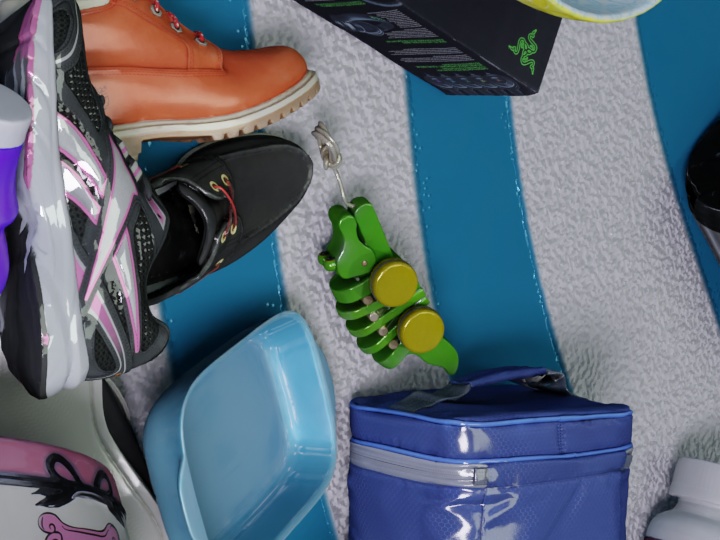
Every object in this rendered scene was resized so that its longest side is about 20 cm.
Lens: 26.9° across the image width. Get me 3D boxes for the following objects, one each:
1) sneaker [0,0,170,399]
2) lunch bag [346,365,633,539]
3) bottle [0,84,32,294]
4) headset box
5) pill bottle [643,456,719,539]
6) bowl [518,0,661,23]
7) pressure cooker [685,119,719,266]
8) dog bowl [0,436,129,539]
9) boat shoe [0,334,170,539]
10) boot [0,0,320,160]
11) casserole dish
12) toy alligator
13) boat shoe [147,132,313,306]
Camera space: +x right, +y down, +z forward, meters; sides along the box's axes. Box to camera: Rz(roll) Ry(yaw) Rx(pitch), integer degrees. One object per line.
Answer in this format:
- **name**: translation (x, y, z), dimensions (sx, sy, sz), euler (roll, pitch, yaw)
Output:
- **sneaker**: translation (-0.142, -0.039, 0.772), dimensions (0.086, 0.080, 0.202), euler (-6, 96, -34)
- **lunch bag**: translation (0.092, 0.133, 1.000), dimensions (0.199, 0.135, 0.134), euler (-2, 96, -40)
- **bottle**: translation (-0.214, 0.003, 0.727), dimensions (0.083, 0.065, 0.201), euler (-2, 126, -50)
- **headset box**: translation (0.054, -0.224, 0.960), dimensions (0.199, 0.092, 0.175), euler (27, 78, -38)
- **pill bottle**: translation (0.266, 0.254, 1.173), dimensions (0.109, 0.109, 0.202), euler (22, 81, -38)
- **bowl**: translation (0.105, -0.243, 0.870), dimensions (0.199, 0.107, 0.202), euler (-5, 99, -39)
- **pressure cooker**: translation (0.369, -0.031, 1.190), dimensions (0.175, 0.179, 0.201), euler (-31, 119, 5)
- **dog bowl**: translation (-0.203, 0.134, 0.730), dimensions (0.199, 0.199, 0.074), euler (16, 62, -39)
- **boat shoe**: translation (-0.163, 0.082, 0.835), dimensions (0.074, 0.060, 0.201), euler (-30, 113, -5)
- **boot**: translation (-0.110, -0.121, 0.852), dimensions (0.199, 0.075, 0.108), euler (-16, 100, -36)
- **casserole dish**: translation (-0.070, 0.100, 0.884), dimensions (0.200, 0.038, 0.122), euler (-40, 119, -62)
- **toy alligator**: translation (0.000, 0.000, 0.962), dimensions (0.054, 0.059, 0.201), euler (-34, 117, -5)
- **boat shoe**: translation (-0.099, -0.026, 0.876), dimensions (0.201, 0.063, 0.074), euler (-28, 109, -36)
